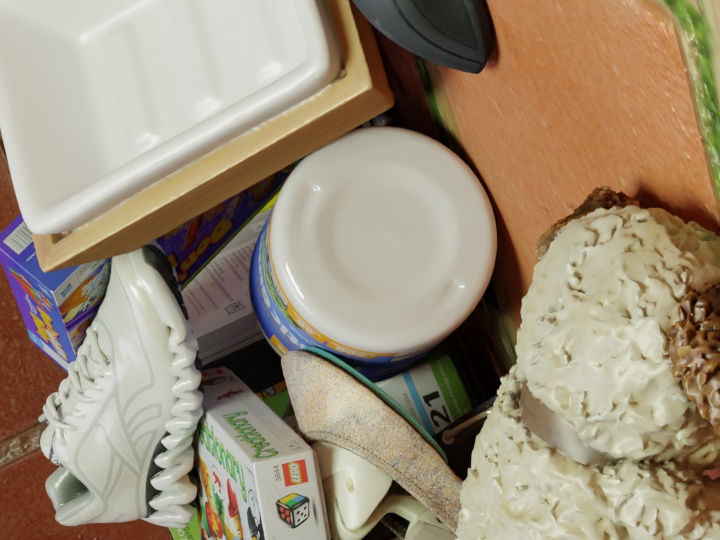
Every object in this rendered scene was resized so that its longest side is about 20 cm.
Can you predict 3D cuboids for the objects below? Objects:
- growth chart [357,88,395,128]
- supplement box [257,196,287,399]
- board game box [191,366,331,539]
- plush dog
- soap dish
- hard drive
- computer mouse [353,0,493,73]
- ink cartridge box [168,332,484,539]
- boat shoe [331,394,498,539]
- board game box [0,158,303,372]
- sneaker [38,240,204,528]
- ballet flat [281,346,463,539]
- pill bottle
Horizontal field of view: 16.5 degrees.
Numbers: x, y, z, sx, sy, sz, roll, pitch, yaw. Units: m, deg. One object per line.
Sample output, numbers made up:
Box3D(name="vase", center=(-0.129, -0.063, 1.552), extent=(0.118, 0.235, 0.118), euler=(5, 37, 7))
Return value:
Box3D(name="growth chart", center=(-0.009, -0.096, 1.360), extent=(0.145, 0.018, 0.200), euler=(59, 169, 19))
Box3D(name="supplement box", center=(-0.060, 0.012, 1.601), extent=(0.200, 0.109, 0.109), euler=(62, 169, 8))
Box3D(name="board game box", center=(-0.052, 0.132, 1.286), extent=(0.200, 0.035, 0.126), euler=(-149, 49, -72))
Box3D(name="plush dog", center=(0.097, 0.057, 0.946), extent=(0.200, 0.160, 0.172), euler=(-135, 48, -55))
Box3D(name="soap dish", center=(-0.083, -0.106, 1.196), extent=(0.081, 0.200, 0.158), euler=(20, -132, -54))
Box3D(name="hard drive", center=(-0.076, 0.024, 1.466), extent=(0.140, 0.200, 0.038), euler=(48, 159, 58))
Box3D(name="computer mouse", center=(-0.010, -0.177, 1.095), extent=(0.140, 0.046, 0.200), euler=(39, 153, 63))
Box3D(name="ink cartridge box", center=(-0.013, 0.138, 1.405), extent=(0.076, 0.200, 0.148), euler=(-80, -33, -76))
Box3D(name="boat shoe", center=(0.030, 0.117, 1.308), extent=(0.200, 0.074, 0.060), euler=(-31, 76, 40))
Box3D(name="board game box", center=(-0.101, -0.044, 1.326), extent=(0.045, 0.200, 0.135), euler=(39, 163, 16))
Box3D(name="sneaker", center=(-0.126, 0.067, 1.299), extent=(0.075, 0.081, 0.200), euler=(-110, 19, -44))
Box3D(name="ballet flat", center=(0.026, 0.120, 1.215), extent=(0.200, 0.067, 0.068), euler=(40, 155, 1))
Box3D(name="pill bottle", center=(0.000, 0.000, 1.285), extent=(0.112, 0.112, 0.200), euler=(63, 169, 6))
